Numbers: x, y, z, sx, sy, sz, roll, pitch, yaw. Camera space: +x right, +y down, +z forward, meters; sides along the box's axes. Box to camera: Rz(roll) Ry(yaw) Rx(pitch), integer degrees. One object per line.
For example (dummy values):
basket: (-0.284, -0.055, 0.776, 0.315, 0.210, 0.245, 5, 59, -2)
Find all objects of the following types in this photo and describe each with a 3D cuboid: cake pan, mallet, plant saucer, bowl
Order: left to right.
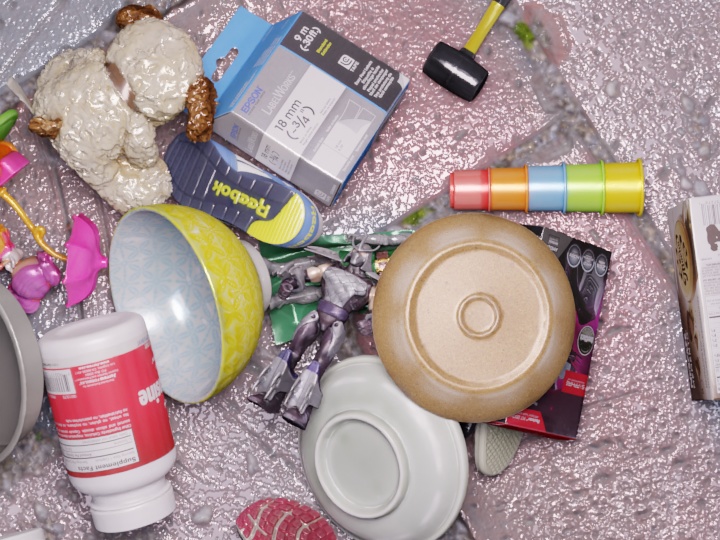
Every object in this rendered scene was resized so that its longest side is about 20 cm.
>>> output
cake pan: (-0.381, 0.093, 1.609, 0.199, 0.037, 0.202, 12, 108, 40)
bowl: (-0.153, 0.021, 1.617, 0.107, 0.200, 0.202, -20, 85, -36)
plant saucer: (0.010, 0.186, 1.598, 0.199, 0.050, 0.202, 8, 104, 32)
plant saucer: (0.111, 0.044, 1.544, 0.198, 0.035, 0.202, 0, 86, -4)
mallet: (0.131, -0.276, 1.695, 0.065, 0.041, 0.201, 25, 81, 4)

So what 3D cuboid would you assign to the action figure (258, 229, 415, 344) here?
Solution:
action figure: (0.000, 0.000, 1.665, 0.198, 0.055, 0.119, -10, 83, -5)

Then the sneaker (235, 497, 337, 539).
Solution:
sneaker: (-0.044, 0.306, 1.632, 0.199, 0.075, 0.081, 34, 45, 13)

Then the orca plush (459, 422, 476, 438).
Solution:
orca plush: (0.063, 0.121, 1.620, 0.105, 0.071, 0.202, 18, 90, 39)

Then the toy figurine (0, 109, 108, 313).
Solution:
toy figurine: (-0.351, -0.028, 1.641, 0.184, 0.150, 0.200, 44, 109, -6)

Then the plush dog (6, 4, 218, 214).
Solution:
plush dog: (-0.234, -0.178, 1.606, 0.171, 0.160, 0.201, -37, 75, 6)

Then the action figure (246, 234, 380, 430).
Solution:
action figure: (-0.034, 0.055, 1.592, 0.129, 0.069, 0.201, 23, 80, 27)

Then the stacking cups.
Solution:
stacking cups: (0.191, -0.080, 1.670, 0.198, 0.061, 0.061, -3, 86, 4)

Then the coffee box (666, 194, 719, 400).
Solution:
coffee box: (0.367, 0.028, 1.630, 0.079, 0.113, 0.202, -7, 86, 0)

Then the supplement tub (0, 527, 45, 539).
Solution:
supplement tub: (-0.353, 0.367, 1.597, 0.131, 0.132, 0.202, -12, 86, -1)

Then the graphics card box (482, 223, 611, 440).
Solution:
graphics card box: (0.183, 0.063, 1.624, 0.051, 0.125, 0.202, 6, 82, 44)

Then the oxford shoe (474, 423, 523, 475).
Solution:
oxford shoe: (0.133, 0.107, 1.655, 0.057, 0.075, 0.202, 4, 94, 39)

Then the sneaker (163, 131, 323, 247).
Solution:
sneaker: (-0.120, -0.076, 1.653, 0.199, 0.082, 0.074, 33, 99, 29)

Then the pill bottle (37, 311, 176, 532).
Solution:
pill bottle: (-0.246, 0.151, 1.612, 0.111, 0.112, 0.202, -12, 100, -1)

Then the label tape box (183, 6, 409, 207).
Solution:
label tape box: (-0.072, -0.182, 1.651, 0.199, 0.063, 0.145, 32, 66, 1)
